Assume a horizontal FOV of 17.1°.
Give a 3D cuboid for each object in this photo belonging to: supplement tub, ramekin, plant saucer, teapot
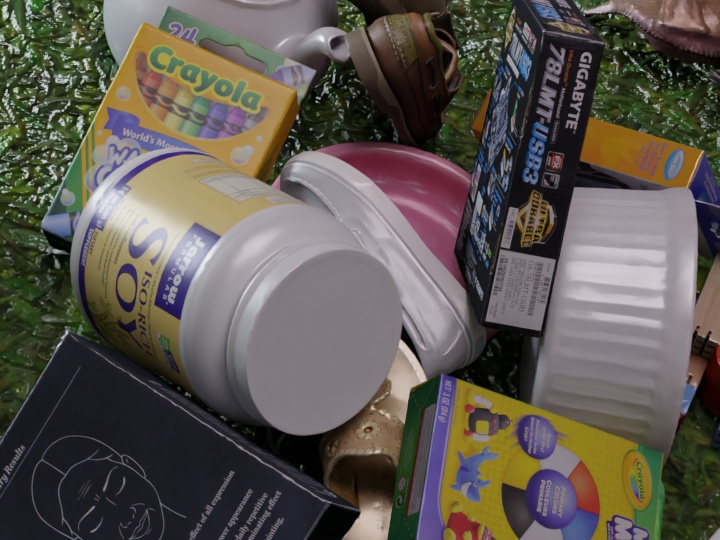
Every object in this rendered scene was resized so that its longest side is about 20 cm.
[{"bbox_3d":[-0.081,0.014,1.546,0.145,0.147,0.199,-22,31,-31],"label":"supplement tub"},{"bbox_3d":[0.168,0.037,1.655,0.097,0.201,0.201,7,47,-1],"label":"ramekin"},{"bbox_3d":[0.020,-0.007,1.749,0.199,0.051,0.202,9,47,-10],"label":"plant saucer"},{"bbox_3d":[-0.100,-0.223,1.835,0.198,0.147,0.198,16,47,-6],"label":"teapot"}]

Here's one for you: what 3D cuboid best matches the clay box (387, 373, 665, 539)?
[{"bbox_3d":[0.118,0.152,1.528,0.199,0.048,0.116,19,65,-22],"label":"clay box"}]

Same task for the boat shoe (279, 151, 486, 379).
[{"bbox_3d":[0.000,0.000,1.662,0.068,0.072,0.200,-28,70,-35],"label":"boat shoe"}]

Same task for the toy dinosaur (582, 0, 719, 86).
[{"bbox_3d":[0.284,-0.195,1.979,0.198,0.086,0.136,9,53,0],"label":"toy dinosaur"}]

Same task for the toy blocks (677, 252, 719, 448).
[{"bbox_3d":[0.300,0.081,1.734,0.199,0.100,0.137,24,58,7],"label":"toy blocks"}]

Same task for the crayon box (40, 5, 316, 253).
[{"bbox_3d":[-0.128,-0.088,1.714,0.125,0.052,0.201,23,77,6],"label":"crayon box"}]

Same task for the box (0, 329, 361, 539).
[{"bbox_3d":[-0.127,0.155,1.475,0.199,0.107,0.149,32,88,13],"label":"box"}]

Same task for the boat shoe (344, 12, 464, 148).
[{"bbox_3d":[0.046,-0.141,1.789,0.068,0.200,0.072,-24,79,7],"label":"boat shoe"}]

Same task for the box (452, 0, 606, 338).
[{"bbox_3d":[0.112,-0.078,1.620,0.049,0.200,0.200,12,13,-6],"label":"box"}]

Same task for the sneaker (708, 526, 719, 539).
[{"bbox_3d":[0.234,0.256,1.564,0.099,0.071,0.200,29,53,8],"label":"sneaker"}]

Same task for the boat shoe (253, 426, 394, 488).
[{"bbox_3d":[-0.041,0.101,1.631,0.071,0.072,0.200,-25,54,-14],"label":"boat shoe"}]

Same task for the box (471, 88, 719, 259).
[{"bbox_3d":[0.189,-0.068,1.769,0.199,0.119,0.042,17,73,25],"label":"box"}]

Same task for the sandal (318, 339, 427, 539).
[{"bbox_3d":[0.010,0.133,1.531,0.077,0.070,0.214,2,76,1],"label":"sandal"}]

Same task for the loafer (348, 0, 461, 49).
[{"bbox_3d":[0.040,-0.208,1.850,0.076,0.200,0.068,36,88,23],"label":"loafer"}]
